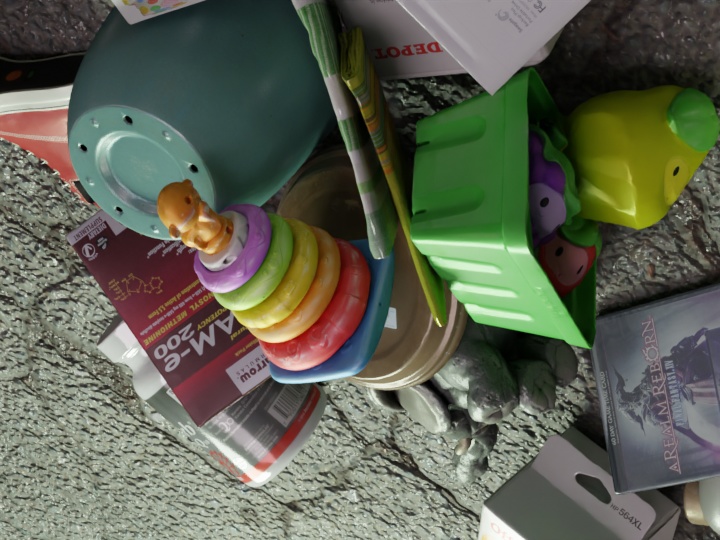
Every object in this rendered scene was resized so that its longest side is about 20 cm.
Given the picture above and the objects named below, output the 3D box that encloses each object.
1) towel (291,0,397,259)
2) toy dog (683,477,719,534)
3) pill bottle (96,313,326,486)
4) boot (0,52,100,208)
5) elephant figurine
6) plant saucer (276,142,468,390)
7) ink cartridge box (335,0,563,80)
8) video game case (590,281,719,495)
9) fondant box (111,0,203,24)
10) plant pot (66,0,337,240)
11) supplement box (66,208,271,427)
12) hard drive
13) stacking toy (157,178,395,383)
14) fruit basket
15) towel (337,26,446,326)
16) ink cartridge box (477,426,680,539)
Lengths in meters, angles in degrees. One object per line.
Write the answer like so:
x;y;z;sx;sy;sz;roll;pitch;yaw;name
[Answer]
-0.012;-0.114;1.090;0.023;0.153;0.202;-16;97;5;towel
0.294;0.162;1.263;0.131;0.097;0.200;-20;118;40;toy dog
-0.138;0.097;1.435;0.200;0.116;0.116;41;137;-10;pill bottle
-0.289;-0.113;1.360;0.198;0.073;0.145;2;132;24;boot
0.075;0.089;1.297;0.200;0.140;0.157;-36;63;53;elephant figurine
0.000;0.000;1.223;0.199;0.029;0.202;13;111;37;plant saucer
0.045;-0.238;1.034;0.144;0.084;0.201;-1;129;31;ink cartridge box
0.269;0.086;1.194;0.199;0.145;0.019;-19;164;40;video game case
-0.122;-0.248;1.027;0.143;0.059;0.200;-17;162;5;fondant box
-0.132;-0.120;1.192;0.199;0.162;0.202;16;137;16;plant pot
-0.149;0.020;1.334;0.108;0.061;0.201;-35;90;9;supplement box
0.111;-0.222;0.958;0.200;0.025;0.132;-43;120;12;hard drive
-0.077;-0.006;1.128;0.109;0.117;0.199;-8;149;41;stacking toy
0.153;-0.050;1.084;0.213;0.157;0.216;4;157;2;fruit basket
0.023;-0.063;1.076;0.018;0.086;0.201;-15;119;10;towel
0.184;0.251;1.363;0.128;0.125;0.201;35;143;30;ink cartridge box
